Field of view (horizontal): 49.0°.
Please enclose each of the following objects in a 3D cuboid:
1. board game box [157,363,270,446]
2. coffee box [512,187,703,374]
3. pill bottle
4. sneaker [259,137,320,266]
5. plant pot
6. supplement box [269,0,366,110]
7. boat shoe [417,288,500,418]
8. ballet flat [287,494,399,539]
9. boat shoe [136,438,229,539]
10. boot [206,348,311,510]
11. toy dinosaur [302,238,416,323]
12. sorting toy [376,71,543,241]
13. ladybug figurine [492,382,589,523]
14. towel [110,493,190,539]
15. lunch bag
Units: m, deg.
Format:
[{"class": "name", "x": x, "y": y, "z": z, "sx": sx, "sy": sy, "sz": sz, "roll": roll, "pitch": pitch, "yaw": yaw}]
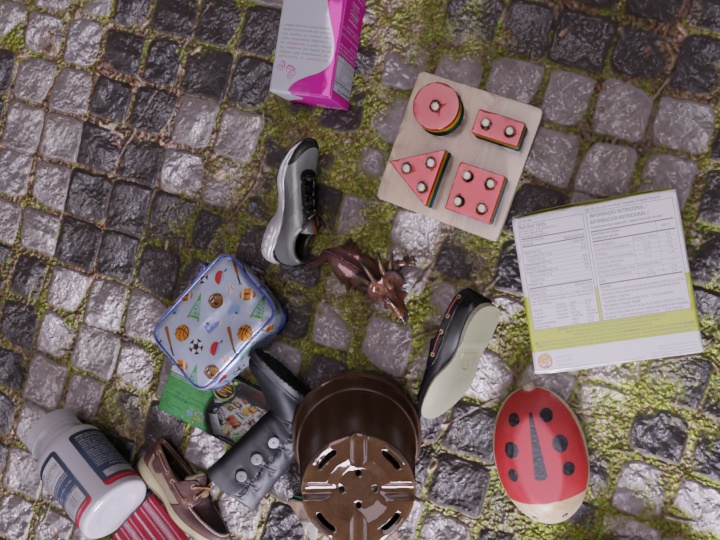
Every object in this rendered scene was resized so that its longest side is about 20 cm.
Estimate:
[{"class": "board game box", "x": -0.229, "y": 0.216, "z": 1.284, "sx": 0.198, "sy": 0.023, "sz": 0.106, "roll": 24, "pitch": 99, "yaw": 14}, {"class": "coffee box", "x": 0.318, "y": 0.014, "z": 1.031, "sx": 0.197, "sy": 0.199, "sz": 0.201, "roll": -10, "pitch": 86, "yaw": 17}, {"class": "pill bottle", "x": -0.456, "y": 0.325, "z": 1.295, "sx": 0.199, "sy": 0.119, "sz": 0.120, "roll": 39, "pitch": 100, "yaw": 25}, {"class": "sneaker", "x": -0.090, "y": -0.102, "z": 1.213, "sx": 0.079, "sy": 0.074, "sz": 0.203, "roll": 19, "pitch": 102, "yaw": 29}, {"class": "plant pot", "x": -0.003, "y": 0.268, "z": 1.100, "sx": 0.197, "sy": 0.198, "sz": 0.203, "roll": 0, "pitch": 99, "yaw": -1}, {"class": "supplement box", "x": -0.061, "y": -0.355, "z": 1.194, "sx": 0.100, "sy": 0.103, "sz": 0.203, "roll": 11, "pitch": 92, "yaw": 15}, {"class": "boat shoe", "x": 0.135, "y": 0.124, "z": 1.160, "sx": 0.063, "sy": 0.073, "sz": 0.203, "roll": 43, "pitch": 115, "yaw": 48}, {"class": "ballet flat", "x": -0.036, "y": 0.388, "z": 1.180, "sx": 0.198, "sy": 0.068, "sz": 0.068, "roll": 3, "pitch": 65, "yaw": 35}, {"class": "boat shoe", "x": -0.276, "y": 0.355, "z": 1.275, "sx": 0.200, "sy": 0.072, "sz": 0.072, "roll": 44, "pitch": 102, "yaw": 18}, {"class": "boot", "x": -0.165, "y": 0.246, "z": 1.221, "sx": 0.165, "sy": 0.066, "sz": 0.200, "roll": 42, "pitch": 97, "yaw": -5}, {"class": "toy dinosaur", "x": 0.000, "y": 0.000, "z": 1.158, "sx": 0.198, "sy": 0.135, "sz": 0.087, "roll": 21, "pitch": 96, "yaw": 16}, {"class": "sorting toy", "x": 0.139, "y": -0.171, "z": 1.152, "sx": 0.197, "sy": 0.070, "sz": 0.202, "roll": 21, "pitch": 96, "yaw": 15}, {"class": "ladybug figurine", "x": 0.253, "y": 0.261, "z": 1.117, "sx": 0.134, "sy": 0.072, "sz": 0.203, "roll": -14, "pitch": 86, "yaw": 16}, {"class": "towel", "x": -0.359, "y": 0.475, "z": 1.246, "sx": 0.144, "sy": 0.023, "sz": 0.200, "roll": 34, "pitch": 77, "yaw": 36}, {"class": "lunch bag", "x": -0.222, "y": 0.077, "z": 1.248, "sx": 0.200, "sy": 0.076, "sz": 0.160, "roll": -45, "pitch": 73, "yaw": 4}]
